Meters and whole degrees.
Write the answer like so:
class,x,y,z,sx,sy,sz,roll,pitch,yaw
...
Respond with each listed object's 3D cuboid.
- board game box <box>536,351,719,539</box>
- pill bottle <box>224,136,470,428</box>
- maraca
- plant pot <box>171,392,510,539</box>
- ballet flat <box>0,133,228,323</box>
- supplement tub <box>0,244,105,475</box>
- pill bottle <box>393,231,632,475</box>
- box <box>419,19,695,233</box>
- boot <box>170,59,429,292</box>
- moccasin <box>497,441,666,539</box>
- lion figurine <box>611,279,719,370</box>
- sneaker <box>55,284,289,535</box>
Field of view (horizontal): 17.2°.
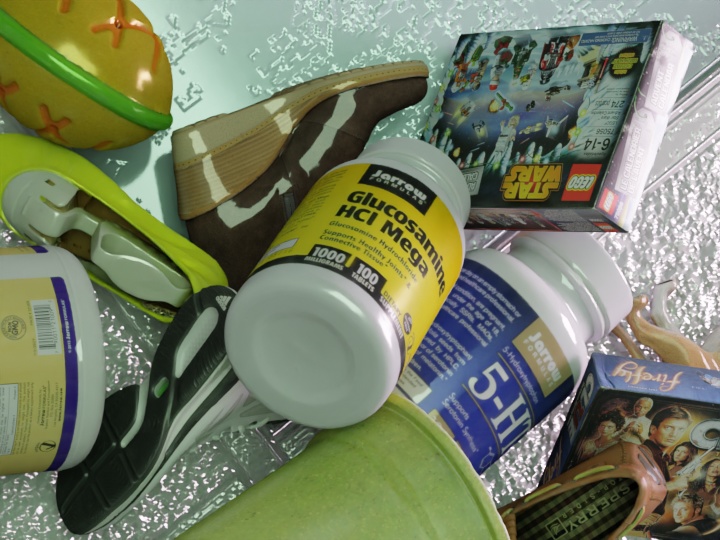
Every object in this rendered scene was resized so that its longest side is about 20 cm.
class,x,y,z,sx,sy,sz,roll,pitch,yaw
board game box,0.233,0.127,1.610,0.199,0.136,0.035,8,40,-11
pill bottle,0.000,0.000,1.504,0.112,0.113,0.200,37,39,-4
maraca,-0.207,-0.151,1.564,0.200,0.137,0.107,35,95,3
plant pot,-0.031,0.200,1.462,0.184,0.200,0.201,-24,86,-28
ballet flat,-0.176,-0.026,1.559,0.200,0.067,0.067,32,109,3
supplement tub,-0.272,0.060,1.485,0.199,0.145,0.146,-3,80,-23
pill bottle,0.081,0.056,1.592,0.200,0.120,0.120,-41,90,-16
box,0.120,-0.095,1.591,0.040,0.200,0.137,31,72,-35
boot,-0.024,-0.044,1.627,0.199,0.072,0.167,-21,97,-17
moccasin,0.112,0.188,1.564,0.201,0.078,0.074,-31,87,19
lion figurine,0.268,0.055,1.669,0.199,0.072,0.123,-18,92,-1
sneaker,-0.104,0.106,1.556,0.115,0.076,0.201,23,115,-44
